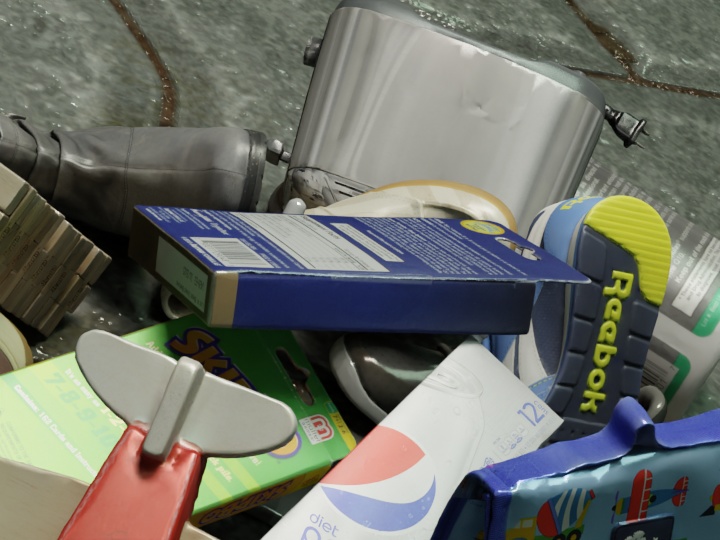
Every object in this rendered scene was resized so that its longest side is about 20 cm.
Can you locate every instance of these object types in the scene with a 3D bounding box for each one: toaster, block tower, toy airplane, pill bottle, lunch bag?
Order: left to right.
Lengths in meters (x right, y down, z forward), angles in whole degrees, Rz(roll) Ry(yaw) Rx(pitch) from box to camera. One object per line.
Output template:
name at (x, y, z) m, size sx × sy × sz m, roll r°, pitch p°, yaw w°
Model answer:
block tower at (-0.174, -0.017, 1.328) m, size 0.058 × 0.054 × 0.200 m, roll 35°, pitch -4°, yaw 13°
toy airplane at (-0.103, 0.129, 1.147) m, size 0.198 × 0.141 × 0.201 m, roll -19°, pitch 62°, yaw -16°
toaster at (0.048, -0.057, 1.541) m, size 0.199 × 0.130 × 0.114 m, roll 21°, pitch -18°, yaw 1°
pill bottle at (0.131, -0.005, 1.643) m, size 0.199 × 0.113 × 0.113 m, roll 33°, pitch 27°, yaw 5°
lunch bag at (0.100, 0.132, 1.196) m, size 0.150 × 0.201 × 0.094 m, roll -9°, pitch 41°, yaw -24°

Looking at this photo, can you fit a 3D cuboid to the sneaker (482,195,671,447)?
sneaker at (0.101, 0.055, 1.447) m, size 0.074 × 0.201 × 0.082 m, roll 18°, pitch 1°, yaw -31°

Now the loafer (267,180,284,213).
loafer at (0.002, -0.066, 1.665) m, size 0.073 × 0.071 × 0.200 m, roll 31°, pitch 27°, yaw 2°

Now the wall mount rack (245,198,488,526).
wall mount rack at (-0.015, 0.066, 1.387) m, size 0.199 × 0.075 × 0.174 m, roll 28°, pitch 43°, yaw -5°

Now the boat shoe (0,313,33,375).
boat shoe at (-0.245, 0.011, 1.282) m, size 0.199 × 0.073 × 0.065 m, roll 29°, pitch 21°, yaw -2°

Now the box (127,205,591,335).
box at (0.000, 0.000, 1.336) m, size 0.199 × 0.033 × 0.121 m, roll 1°, pitch 15°, yaw -23°

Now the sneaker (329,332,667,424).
sneaker at (0.079, 0.060, 1.513) m, size 0.199 × 0.082 × 0.077 m, roll 19°, pitch 28°, yaw -22°

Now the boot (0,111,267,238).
boot at (-0.139, -0.051, 1.435) m, size 0.131 × 0.070 × 0.200 m, roll 17°, pitch -12°, yaw -26°

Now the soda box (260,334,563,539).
soda box at (0.007, 0.119, 1.269) m, size 0.063 × 0.068 × 0.200 m, roll 42°, pitch 52°, yaw 8°

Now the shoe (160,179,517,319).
shoe at (-0.014, -0.002, 1.464) m, size 0.199 × 0.070 × 0.053 m, roll -8°, pitch 22°, yaw 19°

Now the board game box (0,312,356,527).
board game box at (-0.103, 0.078, 1.272) m, size 0.199 × 0.030 × 0.096 m, roll -19°, pitch 68°, yaw -32°
